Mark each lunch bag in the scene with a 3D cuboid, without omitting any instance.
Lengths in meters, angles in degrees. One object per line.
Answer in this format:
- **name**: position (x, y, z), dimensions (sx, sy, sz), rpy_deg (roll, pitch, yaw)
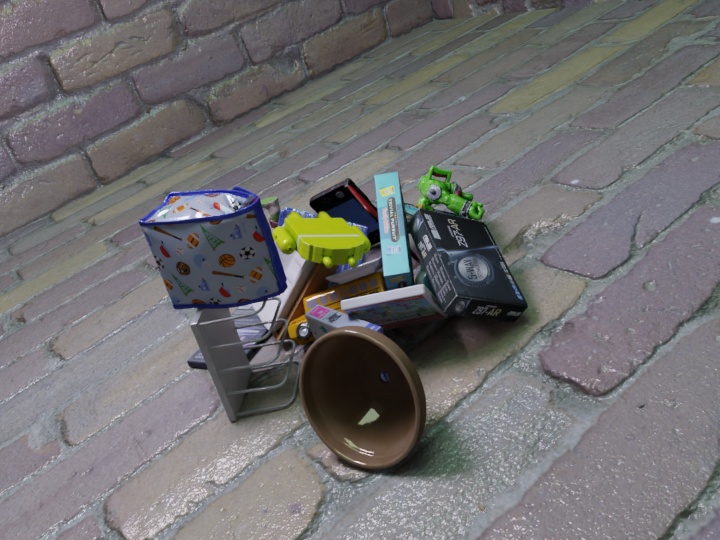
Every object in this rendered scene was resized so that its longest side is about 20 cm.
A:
- **lunch bag**: position (-0.222, -0.036, 1.054), dimensions (0.195, 0.173, 0.125), rpy_deg (-1, 34, 23)

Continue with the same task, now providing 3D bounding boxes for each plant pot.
- **plant pot**: position (0.016, 0.169, 0.943), dimensions (0.197, 0.207, 0.092), rpy_deg (0, 13, 33)

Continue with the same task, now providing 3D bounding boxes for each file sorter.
- **file sorter**: position (-0.187, 0.128, 1.134), dimensions (0.121, 0.204, 0.140), rpy_deg (-10, 28, 9)

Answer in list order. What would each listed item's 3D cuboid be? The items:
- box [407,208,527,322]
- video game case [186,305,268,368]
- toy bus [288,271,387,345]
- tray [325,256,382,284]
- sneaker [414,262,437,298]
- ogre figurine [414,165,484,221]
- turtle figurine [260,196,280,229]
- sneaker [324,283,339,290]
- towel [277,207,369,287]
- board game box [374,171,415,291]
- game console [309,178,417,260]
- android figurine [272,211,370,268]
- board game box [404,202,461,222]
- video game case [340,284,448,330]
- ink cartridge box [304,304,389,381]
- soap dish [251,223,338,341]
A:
- **box**: position (0.180, -0.010, 1.127), dimensions (0.157, 0.044, 0.203), rpy_deg (10, 44, -30)
- **video game case**: position (-0.247, 0.132, 1.359), dimensions (0.140, 0.019, 0.201), rpy_deg (-1, 34, 33)
- **toy bus**: position (-0.039, 0.074, 1.221), dimensions (0.195, 0.065, 0.080), rpy_deg (-20, 70, 12)
- **tray**: position (0.000, 0.000, 1.246), dimensions (0.105, 0.023, 0.200), rpy_deg (-19, 0, 7)
- **sneaker**: position (0.141, 0.011, 1.224), dimensions (0.197, 0.082, 0.129), rpy_deg (-10, 11, -43)
- **ogre figurine**: position (0.178, -0.152, 1.358), dimensions (0.118, 0.099, 0.202), rpy_deg (24, 32, -13)
- **turtle figurine**: position (-0.205, -0.054, 1.478), dimensions (0.142, 0.197, 0.199), rpy_deg (-29, 26, -15)
- **sneaker**: position (0.012, 0.045, 1.297), dimensions (0.195, 0.077, 0.081), rpy_deg (-10, 15, 15)
- **towel**: position (-0.087, -0.040, 1.368), dimensions (0.195, 0.149, 0.024), rpy_deg (13, 7, 12)
- **board game box**: position (0.065, -0.046, 1.178), dimensions (0.046, 0.152, 0.205), rpy_deg (-8, 61, 6)
- **game console**: position (0.005, -0.087, 1.411), dimensions (0.169, 0.200, 0.121), rpy_deg (-22, 47, 29)
- **android figurine**: position (-0.067, -0.056, 1.204), dimensions (0.178, 0.042, 0.200), rpy_deg (-2, 28, -26)
- **board game box**: position (0.150, -0.102, 1.388), dimensions (0.195, 0.029, 0.136), rpy_deg (9, 21, -21)
- **video game case**: position (0.063, 0.067, 1.117), dimensions (0.139, 0.200, 0.018), rpy_deg (-12, 71, 15)
- **ink cartridge box**: position (-0.004, 0.132, 1.081), dimensions (0.042, 0.121, 0.198), rpy_deg (-36, 32, -27)
- **soap dish**: position (-0.134, 0.018, 1.305), dimensions (0.203, 0.080, 0.157), rpy_deg (-60, 40, 11)
